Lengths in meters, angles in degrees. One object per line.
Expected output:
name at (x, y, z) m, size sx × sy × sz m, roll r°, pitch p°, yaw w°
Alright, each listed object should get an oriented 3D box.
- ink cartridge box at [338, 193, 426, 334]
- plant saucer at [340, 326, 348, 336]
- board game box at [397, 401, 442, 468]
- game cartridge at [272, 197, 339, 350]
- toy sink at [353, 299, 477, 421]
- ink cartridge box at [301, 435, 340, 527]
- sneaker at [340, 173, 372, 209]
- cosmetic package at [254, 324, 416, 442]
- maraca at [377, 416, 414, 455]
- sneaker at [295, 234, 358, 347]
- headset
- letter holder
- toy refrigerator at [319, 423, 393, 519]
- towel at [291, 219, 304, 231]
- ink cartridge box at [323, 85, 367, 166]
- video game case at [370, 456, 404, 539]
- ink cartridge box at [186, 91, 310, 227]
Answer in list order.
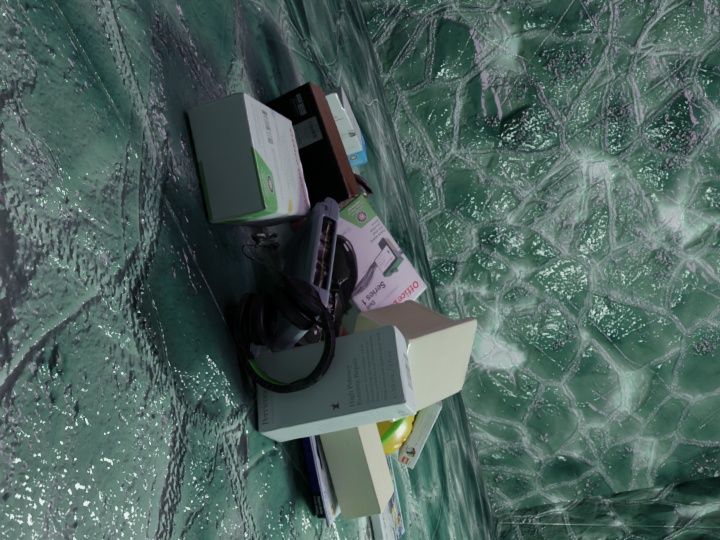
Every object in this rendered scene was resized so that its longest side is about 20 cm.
ink cartridge box at (0.000, 0.000, 1.105) m, size 0.146 × 0.084 × 0.202 m, roll -41°, pitch 96°, yaw -32°
plant saucer at (-0.052, 0.048, 1.234) m, size 0.200 × 0.033 × 0.207 m, roll -14°, pitch 91°, yaw -77°
board game box at (0.112, 0.268, 1.224) m, size 0.200 × 0.034 × 0.129 m, roll -58°, pitch 171°, yaw -78°
game cartridge at (-0.081, 0.007, 0.939) m, size 0.040 × 0.133 × 0.204 m, roll 25°, pitch 48°, yaw -22°
toy sink at (0.079, 0.130, 1.027) m, size 0.197 × 0.110 × 0.134 m, roll -10°, pitch 117°, yaw -48°
ink cartridge box at (-0.056, 0.258, 0.980) m, size 0.200 × 0.039 × 0.206 m, roll 12°, pitch 65°, yaw -76°
sneaker at (-0.020, -0.122, 1.363) m, size 0.076 × 0.112 × 0.204 m, roll -81°, pitch 154°, yaw -61°
cosmetic package at (-0.034, 0.146, 0.828) m, size 0.074 × 0.194 × 0.104 m, roll 53°, pitch 25°, yaw -61°
maraca at (0.048, 0.251, 1.132) m, size 0.107 × 0.199 × 0.138 m, roll 45°, pitch 11°, yaw -16°
sneaker at (-0.053, 0.052, 0.987) m, size 0.115 × 0.074 × 0.205 m, roll -74°, pitch -179°, yaw -71°
headset at (-0.100, 0.050, 0.819) m, size 0.094 × 0.120 × 0.205 m, roll 20°, pitch 50°, yaw -77°
letter holder at (-0.076, -0.211, 1.160) m, size 0.142 × 0.098 × 0.205 m, roll -28°, pitch 98°, yaw -73°
toy refrigerator at (-0.017, 0.241, 0.936) m, size 0.076 × 0.068 × 0.206 m, roll -23°, pitch 98°, yaw -71°
towel at (-0.054, -0.068, 1.224) m, size 0.144 × 0.023 × 0.201 m, roll 48°, pitch 20°, yaw -11°
ink cartridge box at (-0.068, -0.294, 1.322) m, size 0.201 × 0.112 × 0.068 m, roll 61°, pitch 20°, yaw -53°
video game case at (0.043, 0.437, 1.294) m, size 0.182 × 0.022 × 0.206 m, roll 32°, pitch 45°, yaw -73°
ink cartridge box at (-0.144, -0.141, 0.887) m, size 0.200 × 0.085 × 0.150 m, roll -13°, pitch 91°, yaw -76°
